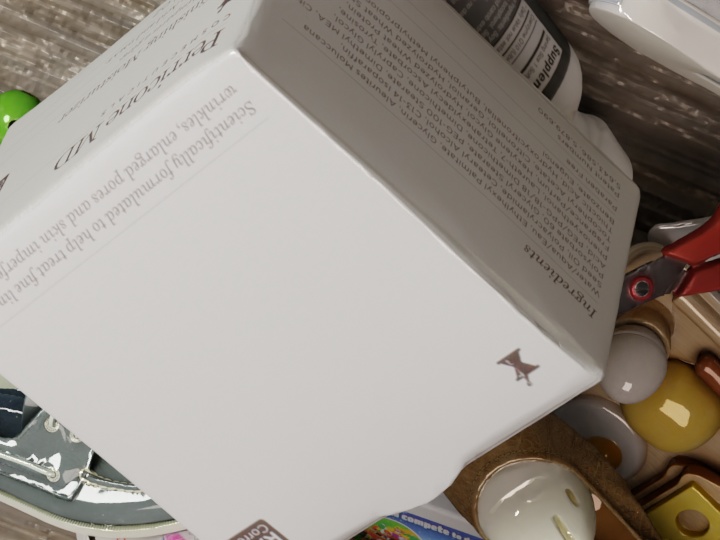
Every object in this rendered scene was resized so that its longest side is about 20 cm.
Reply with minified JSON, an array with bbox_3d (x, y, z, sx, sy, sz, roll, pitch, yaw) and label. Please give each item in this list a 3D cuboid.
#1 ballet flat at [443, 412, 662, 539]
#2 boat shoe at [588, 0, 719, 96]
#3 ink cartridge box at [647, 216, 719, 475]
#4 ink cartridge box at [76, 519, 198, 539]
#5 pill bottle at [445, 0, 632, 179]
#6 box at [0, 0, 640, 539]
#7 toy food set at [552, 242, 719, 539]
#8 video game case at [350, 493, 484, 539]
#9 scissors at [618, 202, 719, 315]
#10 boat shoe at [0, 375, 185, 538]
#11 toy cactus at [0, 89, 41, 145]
[{"bbox_3d":[0.101,0.131,1.242,0.068,0.072,0.200,-36,109,14],"label":"ballet flat"},{"bbox_3d":[0.190,-0.099,1.233,0.200,0.072,0.069,27,89,-20],"label":"boat shoe"},{"bbox_3d":[0.203,0.039,1.311,0.116,0.068,0.200,-9,121,9],"label":"ink cartridge box"},{"bbox_3d":[-0.064,0.156,1.357,0.068,0.200,0.115,-22,125,-26],"label":"ink cartridge box"},{"bbox_3d":[0.024,-0.091,1.213,0.116,0.116,0.200,-31,115,19],"label":"pill bottle"},{"bbox_3d":[-0.029,-0.010,1.131,0.200,0.131,0.199,42,125,-19],"label":"box"},{"bbox_3d":[0.138,0.092,1.276,0.200,0.060,0.143,44,127,-12],"label":"toy food set"},{"bbox_3d":[0.032,0.173,1.374,0.143,0.018,0.200,19,139,12],"label":"video game case"},{"bbox_3d":[0.129,-0.004,1.206,0.200,0.014,0.073,-10,104,-10],"label":"scissors"},{"bbox_3d":[-0.147,0.073,1.320,0.200,0.073,0.062,10,142,17],"label":"boat shoe"},{"bbox_3d":[-0.177,-0.041,1.276,0.200,0.102,0.165,24,142,-9],"label":"toy cactus"}]
